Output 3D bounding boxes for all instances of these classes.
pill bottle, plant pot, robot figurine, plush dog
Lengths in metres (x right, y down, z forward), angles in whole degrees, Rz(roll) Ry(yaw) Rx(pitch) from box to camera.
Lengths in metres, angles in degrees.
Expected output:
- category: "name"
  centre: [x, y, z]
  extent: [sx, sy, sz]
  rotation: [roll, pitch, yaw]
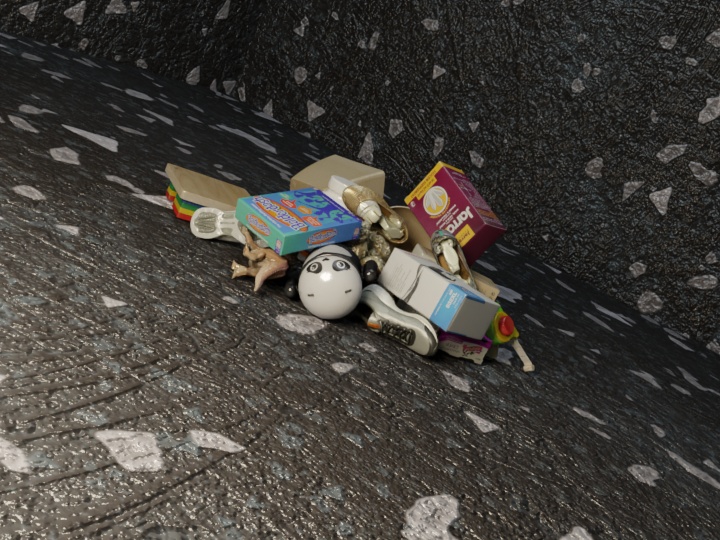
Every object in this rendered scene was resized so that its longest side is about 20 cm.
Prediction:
- category: "pill bottle"
  centre: [-0.066, -0.107, 1.664]
  extent: [0.112, 0.201, 0.113]
  rotation: [23, 14, -6]
- category: "plant pot"
  centre: [-0.074, -0.170, 1.882]
  extent: [0.199, 0.201, 0.176]
  rotation: [24, 29, 39]
- category: "robot figurine"
  centre: [-0.056, 0.015, 1.393]
  extent: [0.125, 0.151, 0.200]
  rotation: [38, 12, -9]
- category: "plush dog"
  centre: [0.000, 0.000, 1.557]
  extent: [0.172, 0.160, 0.200]
  rotation: [54, 6, 26]
- category: "plant pot"
  centre: [0.081, -0.037, 1.753]
  extent: [0.199, 0.202, 0.134]
  rotation: [22, -19, -11]

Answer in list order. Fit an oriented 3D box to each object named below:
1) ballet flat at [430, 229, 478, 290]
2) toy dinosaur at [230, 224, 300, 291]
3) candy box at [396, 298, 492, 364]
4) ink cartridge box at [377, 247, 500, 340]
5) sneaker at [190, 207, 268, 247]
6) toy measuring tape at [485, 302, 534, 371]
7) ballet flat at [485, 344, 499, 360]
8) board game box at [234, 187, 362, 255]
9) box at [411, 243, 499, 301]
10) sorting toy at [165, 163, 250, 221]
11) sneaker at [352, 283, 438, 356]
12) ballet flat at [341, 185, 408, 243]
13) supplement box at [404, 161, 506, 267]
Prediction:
- category: "ballet flat"
  centre: [0.203, 0.009, 1.556]
  extent: [0.072, 0.072, 0.201]
  rotation: [-66, 133, -76]
- category: "toy dinosaur"
  centre: [-0.168, -0.014, 1.386]
  extent: [0.135, 0.086, 0.200]
  rotation: [18, 14, -18]
- category: "candy box"
  centre: [0.173, 0.113, 1.559]
  extent: [0.136, 0.061, 0.200]
  rotation: [20, 16, -25]
- category: "ink cartridge box"
  centre: [0.154, 0.045, 1.452]
  extent: [0.200, 0.084, 0.145]
  rotation: [36, 13, 38]
- category: "sneaker"
  centre: [-0.242, -0.090, 1.508]
  extent: [0.198, 0.079, 0.099]
  rotation: [11, 1, 13]
- category: "toy measuring tape"
  centre: [0.308, 0.153, 1.564]
  extent: [0.201, 0.073, 0.074]
  rotation: [57, 6, -16]
- category: "ballet flat"
  centre: [0.278, 0.134, 1.654]
  extent: [0.069, 0.070, 0.200]
  rotation: [22, 15, -9]
- category: "board game box"
  centre: [-0.119, -0.100, 1.421]
  extent: [0.199, 0.045, 0.152]
  rotation: [-16, 42, -43]
- category: "box"
  centre: [0.201, 0.024, 1.643]
  extent: [0.199, 0.078, 0.095]
  rotation: [25, 13, -12]
- category: "sorting toy"
  centre: [-0.333, -0.150, 1.638]
  extent: [0.198, 0.070, 0.200]
  rotation: [17, 16, -31]
- category: "sneaker"
  centre: [0.064, 0.107, 1.412]
  extent: [0.200, 0.074, 0.079]
  rotation: [34, 40, 24]
- category: "ballet flat"
  centre: [0.041, -0.120, 1.610]
  extent: [0.199, 0.071, 0.065]
  rotation: [29, 22, -37]
- category: "supplement box"
  centre: [0.212, -0.126, 1.658]
  extent: [0.103, 0.131, 0.201]
  rotation: [10, 40, -51]
